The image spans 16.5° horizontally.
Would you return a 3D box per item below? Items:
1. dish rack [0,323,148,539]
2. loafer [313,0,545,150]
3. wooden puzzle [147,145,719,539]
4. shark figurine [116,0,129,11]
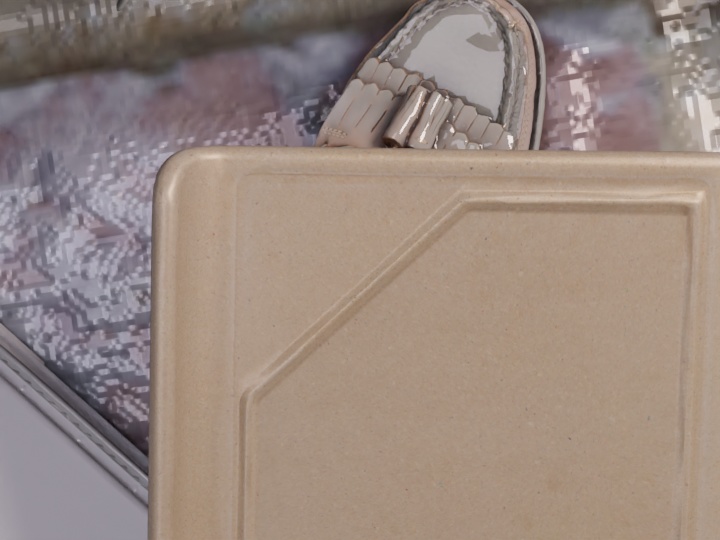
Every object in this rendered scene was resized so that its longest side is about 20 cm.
[{"bbox_3d":[-0.131,0.114,0.812,0.200,0.044,0.172,40,72,12],"label":"dish rack"},{"bbox_3d":[0.000,0.000,0.805,0.072,0.063,0.200,29,98,11],"label":"loafer"},{"bbox_3d":[0.032,0.054,0.778,0.199,0.037,0.186,0,99,-11],"label":"wooden puzzle"},{"bbox_3d":[-0.127,-0.198,0.837,0.214,0.128,0.089,43,127,-9],"label":"shark figurine"}]
